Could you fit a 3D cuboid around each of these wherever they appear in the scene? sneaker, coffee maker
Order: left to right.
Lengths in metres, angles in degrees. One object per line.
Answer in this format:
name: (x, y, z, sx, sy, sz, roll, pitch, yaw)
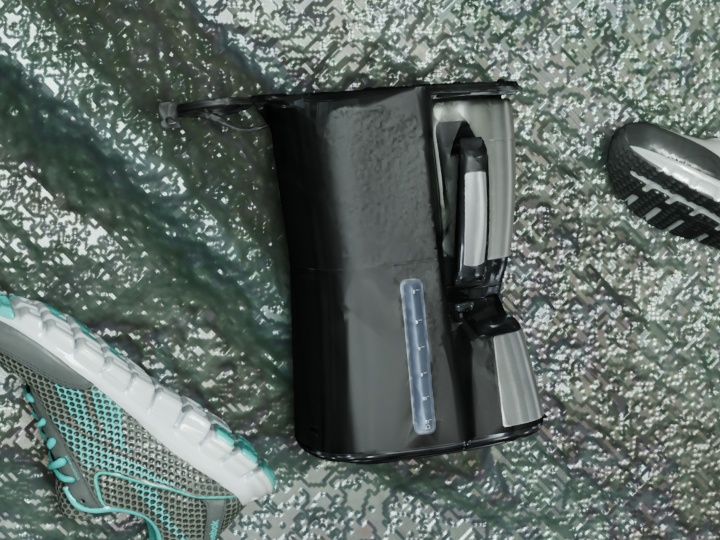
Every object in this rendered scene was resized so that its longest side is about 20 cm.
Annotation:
sneaker: (-0.145, 0.090, 1.228, 0.200, 0.078, 0.091, 37, 89, -11)
coffee maker: (0.000, 0.000, 1.239, 0.191, 0.135, 0.201, -3, 94, 11)
sneaker: (0.234, -0.050, 1.315, 0.200, 0.074, 0.080, 21, 75, -18)
